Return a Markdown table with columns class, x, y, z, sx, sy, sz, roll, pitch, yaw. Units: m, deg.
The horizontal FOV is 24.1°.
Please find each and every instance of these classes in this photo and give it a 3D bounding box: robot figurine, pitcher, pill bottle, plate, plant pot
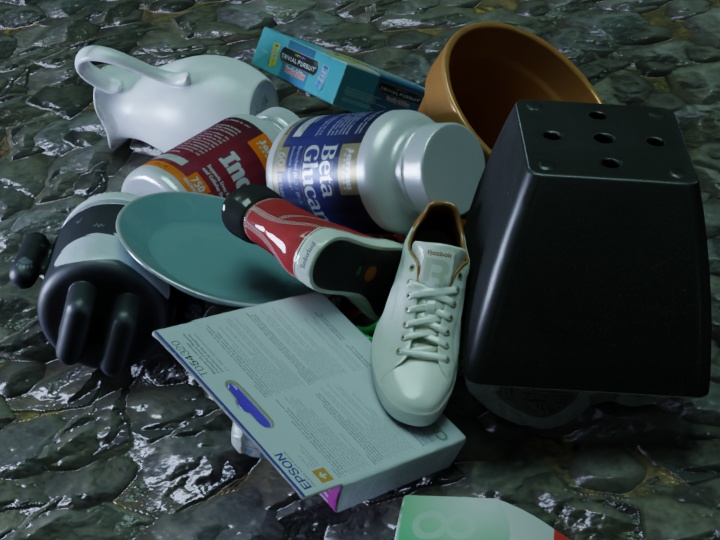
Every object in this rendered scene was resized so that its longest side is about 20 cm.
| class | x | y | z | sx | sy | sz | roll | pitch | yaw |
| --- | --- | --- | --- | --- | --- | --- | --- | --- | --- |
| robot figurine | -0.232 | 0.013 | 1.569 | 0.124 | 0.151 | 0.201 | -30 | 27 | 18 |
| pitcher | -0.203 | -0.189 | 1.850 | 0.198 | 0.172 | 0.122 | 7 | 70 | 21 |
| pill bottle | 0.015 | -0.089 | 1.532 | 0.199 | 0.112 | 0.111 | 1 | 26 | 48 |
| plate | -0.127 | -0.013 | 1.530 | 0.198 | 0.026 | 0.201 | 16 | 26 | -8 |
| plant pot | 0.188 | -0.030 | 1.384 | 0.197 | 0.179 | 0.201 | 4 | 30 | -2 |
| plant pot | 0.129 | -0.117 | 1.627 | 0.199 | 0.140 | 0.201 | 19 | 48 | -23 |
| pill bottle | -0.140 | -0.091 | 1.728 | 0.112 | 0.114 | 0.200 | 20 | 40 | 35 |

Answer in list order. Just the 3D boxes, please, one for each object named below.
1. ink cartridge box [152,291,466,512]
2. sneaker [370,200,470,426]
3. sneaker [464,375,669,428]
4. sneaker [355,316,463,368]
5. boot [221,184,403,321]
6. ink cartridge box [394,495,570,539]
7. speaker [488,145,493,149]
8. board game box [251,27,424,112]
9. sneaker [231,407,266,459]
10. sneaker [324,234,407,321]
| class | x | y | z | sx | sy | sz | roll | pitch | yaw |
| --- | --- | --- | --- | --- | --- | --- | --- | --- | --- |
| ink cartridge box | -0.045 | 0.106 | 1.361 | 0.199 | 0.044 | 0.196 | -14 | 49 | -46 |
| sneaker | 0.050 | 0.028 | 1.387 | 0.072 | 0.085 | 0.201 | 8 | 53 | -2 |
| sneaker | 0.179 | 0.078 | 1.459 | 0.198 | 0.079 | 0.099 | -3 | 24 | -14 |
| sneaker | 0.080 | 0.041 | 1.488 | 0.199 | 0.084 | 0.074 | -29 | 36 | -17 |
| boot | -0.032 | -0.022 | 1.508 | 0.144 | 0.073 | 0.199 | 31 | 5 | 36 |
| ink cartridge box | 0.118 | 0.234 | 1.229 | 0.198 | 0.050 | 0.161 | -1 | 32 | 10 |
| speaker | 0.149 | -0.118 | 1.760 | 0.198 | 0.082 | 0.081 | -3 | 31 | 4 |
| board game box | -0.009 | -0.207 | 1.857 | 0.150 | 0.047 | 0.200 | 16 | 10 | -34 |
| sneaker | -0.070 | 0.096 | 1.466 | 0.072 | 0.072 | 0.201 | 12 | 31 | -6 |
| sneaker | 0.000 | 0.001 | 1.606 | 0.200 | 0.068 | 0.108 | -18 | 35 | -14 |
